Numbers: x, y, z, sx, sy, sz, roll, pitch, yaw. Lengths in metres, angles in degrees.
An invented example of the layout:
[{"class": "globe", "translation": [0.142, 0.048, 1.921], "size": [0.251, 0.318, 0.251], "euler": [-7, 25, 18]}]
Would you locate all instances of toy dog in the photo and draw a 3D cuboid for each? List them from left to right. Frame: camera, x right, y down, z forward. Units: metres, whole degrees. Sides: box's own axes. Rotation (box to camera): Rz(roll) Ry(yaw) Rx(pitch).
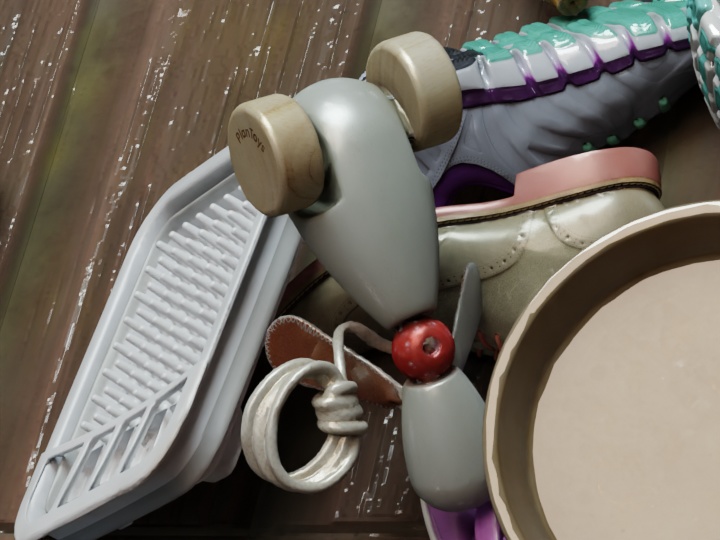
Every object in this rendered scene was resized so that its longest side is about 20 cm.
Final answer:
[{"class": "toy dog", "translation": [0.000, 0.000, 1.246], "size": [0.096, 0.131, 0.202], "euler": [178, 94, -68]}]

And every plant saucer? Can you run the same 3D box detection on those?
[{"class": "plant saucer", "translation": [0.149, 0.067, 1.195], "size": [0.199, 0.029, 0.201], "euler": [-5, 66, 12]}]

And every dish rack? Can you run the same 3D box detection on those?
[{"class": "dish rack", "translation": [-0.079, 0.034, 1.332], "size": [0.171, 0.043, 0.201], "euler": [-31, 34, 56]}]

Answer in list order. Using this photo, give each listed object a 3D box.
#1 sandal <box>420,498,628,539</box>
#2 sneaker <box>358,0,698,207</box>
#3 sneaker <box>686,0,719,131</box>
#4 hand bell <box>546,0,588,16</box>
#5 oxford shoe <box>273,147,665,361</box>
[{"class": "sandal", "translation": [0.086, 0.127, 1.223], "size": [0.082, 0.050, 0.203], "euler": [-34, 49, -2]}, {"class": "sneaker", "translation": [0.098, -0.072, 1.367], "size": [0.199, 0.088, 0.074], "euler": [-13, 14, -7]}, {"class": "sneaker", "translation": [0.217, -0.062, 1.282], "size": [0.091, 0.078, 0.201], "euler": [-29, 67, -8]}, {"class": "hand bell", "translation": [0.067, -0.191, 1.427], "size": [0.104, 0.104, 0.201], "euler": [-27, 49, 4]}, {"class": "oxford shoe", "translation": [0.048, 0.011, 1.315], "size": [0.199, 0.070, 0.075], "euler": [-23, 67, 19]}]
